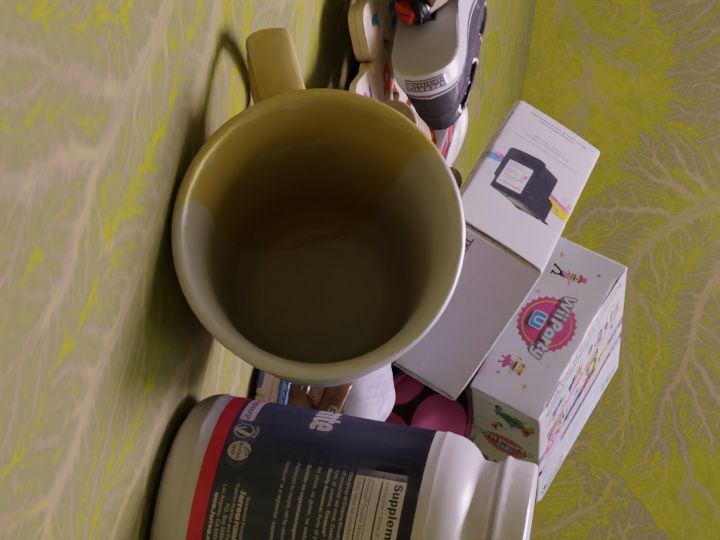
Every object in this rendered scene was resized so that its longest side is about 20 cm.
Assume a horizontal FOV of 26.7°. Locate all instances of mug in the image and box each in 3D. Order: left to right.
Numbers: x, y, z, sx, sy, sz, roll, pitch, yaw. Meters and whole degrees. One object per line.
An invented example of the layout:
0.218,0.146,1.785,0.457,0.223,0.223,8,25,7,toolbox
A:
-0.017,-0.019,0.837,0.153,0.148,0.188,95,12,-76,mug

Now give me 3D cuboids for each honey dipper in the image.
0.047,-0.082,1.117,0.200,0.038,0.038,31,68,-72,honey dipper

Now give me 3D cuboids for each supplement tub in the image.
-0.008,0.152,0.848,0.140,0.198,0.142,9,90,-81,supplement tub

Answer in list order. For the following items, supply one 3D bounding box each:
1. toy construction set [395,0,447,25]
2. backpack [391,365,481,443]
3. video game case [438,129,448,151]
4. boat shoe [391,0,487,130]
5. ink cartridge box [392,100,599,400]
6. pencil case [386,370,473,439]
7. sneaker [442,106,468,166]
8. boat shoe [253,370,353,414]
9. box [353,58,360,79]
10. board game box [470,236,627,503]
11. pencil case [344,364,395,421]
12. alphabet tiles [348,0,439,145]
0.030,-0.249,1.045,0.092,0.131,0.200,-38,177,1,toy construction set
0.100,0.063,1.390,0.200,0.146,0.184,-51,165,-29,backpack
0.064,-0.200,1.313,0.143,0.018,0.202,105,-13,-65,video game case
0.061,-0.186,1.126,0.057,0.068,0.201,67,27,-43,boat shoe
0.098,-0.018,1.175,0.146,0.082,0.200,-59,178,37,ink cartridge box
0.032,0.149,1.279,0.200,0.090,0.094,121,-20,-65,pencil case
0.043,-0.080,1.429,0.085,0.076,0.202,-8,106,-60,sneaker
-0.041,0.157,1.050,0.072,0.072,0.202,-64,161,-62,boat shoe
0.024,-0.173,1.261,0.144,0.036,0.202,-60,155,-67,box
0.154,0.086,1.235,0.148,0.064,0.200,-57,161,-20,board game box
-0.014,0.024,1.062,0.091,0.082,0.201,-78,172,-48,pencil case
0.025,-0.110,1.131,0.196,0.014,0.202,-59,142,-60,alphabet tiles
